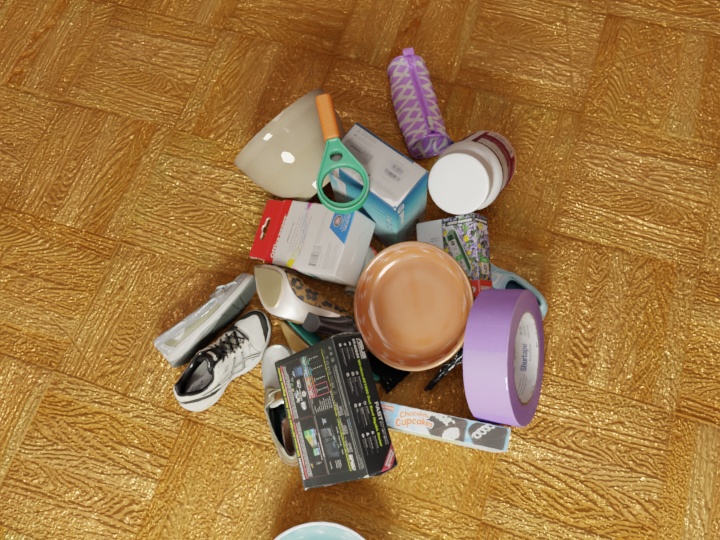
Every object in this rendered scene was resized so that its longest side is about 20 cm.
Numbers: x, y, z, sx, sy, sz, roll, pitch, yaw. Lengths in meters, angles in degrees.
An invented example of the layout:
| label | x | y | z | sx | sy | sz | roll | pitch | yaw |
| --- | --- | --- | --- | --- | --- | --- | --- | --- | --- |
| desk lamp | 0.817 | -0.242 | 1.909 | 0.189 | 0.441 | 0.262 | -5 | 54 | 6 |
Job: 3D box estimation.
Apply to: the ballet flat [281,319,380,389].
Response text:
| label | x | y | z | sx | sy | sz | roll | pitch | yaw |
| --- | --- | --- | --- | --- | --- | --- | --- | --- | --- |
| ballet flat | -0.062 | 0.151 | 1.011 | 0.200 | 0.069 | 0.063 | 33 | 97 | 16 |

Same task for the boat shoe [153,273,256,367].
| label | x | y | z | sx | sy | sz | roll | pitch | yaw |
| --- | --- | --- | --- | --- | --- | --- | --- | --- | --- |
| boat shoe | -0.258 | 0.074 | 1.047 | 0.065 | 0.074 | 0.202 | 43 | 85 | 12 |

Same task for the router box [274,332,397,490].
| label | x | y | z | sx | sy | sz | roll | pitch | yaw |
| --- | --- | --- | --- | --- | --- | --- | --- | --- | --- |
| router box | -0.041 | 0.206 | 0.903 | 0.062 | 0.150 | 0.200 | -2 | 72 | -44 |

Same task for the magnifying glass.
| label | x | y | z | sx | sy | sz | roll | pitch | yaw |
| --- | --- | --- | --- | --- | --- | --- | --- | --- | --- |
| magnifying glass | -0.038 | -0.179 | 0.938 | 0.079 | 0.022 | 0.200 | -13 | 69 | 0 |

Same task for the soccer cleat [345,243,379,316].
| label | x | y | z | sx | sy | sz | roll | pitch | yaw |
| --- | --- | --- | --- | --- | --- | --- | --- | --- | --- |
| soccer cleat | 0.000 | 0.000 | 1.060 | 0.077 | 0.069 | 0.200 | -25 | 73 | -2 |

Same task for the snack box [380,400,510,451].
| label | x | y | z | sx | sy | sz | roll | pitch | yaw |
| --- | --- | --- | --- | --- | --- | --- | --- | --- | --- |
| snack box | 0.116 | 0.237 | 0.938 | 0.200 | 0.116 | 0.037 | 11 | 74 | 7 |

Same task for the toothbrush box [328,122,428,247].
| label | x | y | z | sx | sy | sz | roll | pitch | yaw |
| --- | --- | --- | --- | --- | --- | --- | --- | --- | --- |
| toothbrush box | 0.030 | -0.129 | 1.032 | 0.146 | 0.200 | 0.085 | 37 | 77 | 16 |

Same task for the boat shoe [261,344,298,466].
| label | x | y | z | sx | sy | sz | roll | pitch | yaw |
| --- | --- | --- | --- | --- | --- | --- | --- | --- | --- |
| boat shoe | -0.117 | 0.208 | 0.989 | 0.075 | 0.068 | 0.200 | -17 | 70 | -3 |

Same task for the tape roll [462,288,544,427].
| label | x | y | z | sx | sy | sz | roll | pitch | yaw |
| --- | --- | --- | --- | --- | --- | --- | --- | --- | --- |
| tape roll | 0.218 | 0.128 | 0.923 | 0.066 | 0.200 | 0.200 | 1 | 68 | 30 |

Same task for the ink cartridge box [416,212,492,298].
| label | x | y | z | sx | sy | sz | roll | pitch | yaw |
| --- | --- | --- | --- | --- | --- | --- | --- | --- | --- |
| ink cartridge box | 0.154 | 0.015 | 1.006 | 0.109 | 0.050 | 0.200 | -9 | 80 | 36 |

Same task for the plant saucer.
| label | x | y | z | sx | sy | sz | roll | pitch | yaw |
| --- | --- | --- | --- | --- | --- | --- | --- | --- | --- |
| plant saucer | 0.084 | 0.055 | 0.970 | 0.200 | 0.037 | 0.201 | -2 | 85 | 27 |

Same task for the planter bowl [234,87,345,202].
| label | x | y | z | sx | sy | sz | roll | pitch | yaw |
| --- | --- | --- | --- | --- | --- | --- | --- | --- | --- |
| planter bowl | -0.100 | -0.200 | 1.085 | 0.200 | 0.200 | 0.135 | -42 | 97 | -11 |

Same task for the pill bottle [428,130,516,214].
| label | x | y | z | sx | sy | sz | roll | pitch | yaw |
| --- | --- | --- | --- | --- | --- | --- | --- | --- | --- |
| pill bottle | 0.186 | -0.162 | 1.024 | 0.114 | 0.200 | 0.114 | 8 | 112 | 21 |

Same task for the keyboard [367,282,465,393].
| label | x | y | z | sx | sy | sz | roll | pitch | yaw |
| --- | --- | --- | --- | --- | --- | --- | --- | --- | --- |
| keyboard | 0.104 | 0.124 | 0.987 | 0.200 | 0.021 | 0.127 | -45 | 68 | 18 |

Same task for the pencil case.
| label | x | y | z | sx | sy | sz | roll | pitch | yaw |
| --- | --- | --- | --- | --- | --- | --- | --- | --- | --- |
| pencil case | 0.105 | -0.305 | 1.151 | 0.084 | 0.086 | 0.200 | -15 | 69 | 0 |

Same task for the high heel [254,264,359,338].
| label | x | y | z | sx | sy | sz | roll | pitch | yaw |
| --- | --- | --- | --- | --- | --- | --- | --- | --- | --- |
| high heel | -0.088 | 0.057 | 1.041 | 0.200 | 0.142 | 0.071 | 38 | 100 | 36 |

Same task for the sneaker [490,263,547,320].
| label | x | y | z | sx | sy | sz | roll | pitch | yaw |
| --- | --- | --- | --- | --- | --- | --- | --- | --- | --- |
| sneaker | 0.222 | 0.017 | 1.029 | 0.200 | 0.082 | 0.074 | 27 | 73 | 13 |

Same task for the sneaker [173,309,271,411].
| label | x | y | z | sx | sy | sz | roll | pitch | yaw |
| --- | --- | --- | --- | --- | --- | --- | --- | --- | --- |
| sneaker | -0.222 | 0.143 | 1.010 | 0.076 | 0.088 | 0.200 | 33 | 74 | 16 |

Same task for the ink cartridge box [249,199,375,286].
| label | x | y | z | sx | sy | sz | roll | pitch | yaw |
| --- | --- | --- | --- | --- | --- | --- | --- | --- | --- |
| ink cartridge box | -0.085 | -0.050 | 1.049 | 0.200 | 0.067 | 0.116 | 12 | 80 | 37 |

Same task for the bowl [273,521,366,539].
| label | x | y | z | sx | sy | sz | roll | pitch | yaw |
| --- | --- | --- | --- | --- | --- | --- | --- | --- | --- |
| bowl | -0.052 | 0.461 | 0.875 | 0.200 | 0.105 | 0.201 | -1 | 69 | 4 |
